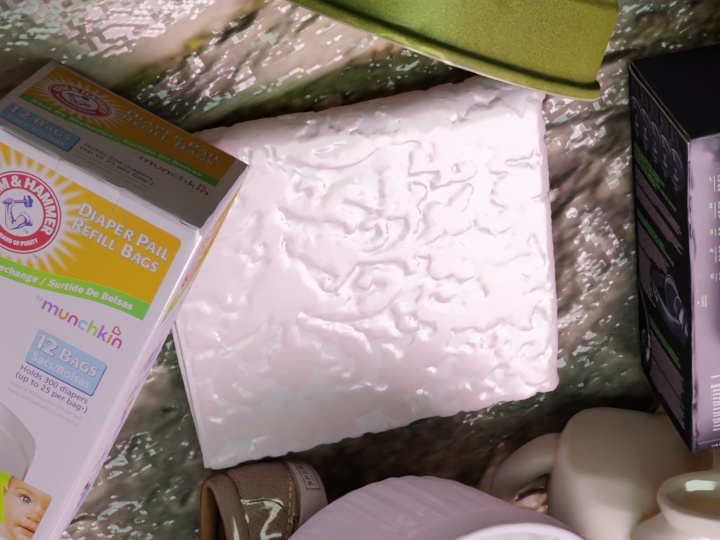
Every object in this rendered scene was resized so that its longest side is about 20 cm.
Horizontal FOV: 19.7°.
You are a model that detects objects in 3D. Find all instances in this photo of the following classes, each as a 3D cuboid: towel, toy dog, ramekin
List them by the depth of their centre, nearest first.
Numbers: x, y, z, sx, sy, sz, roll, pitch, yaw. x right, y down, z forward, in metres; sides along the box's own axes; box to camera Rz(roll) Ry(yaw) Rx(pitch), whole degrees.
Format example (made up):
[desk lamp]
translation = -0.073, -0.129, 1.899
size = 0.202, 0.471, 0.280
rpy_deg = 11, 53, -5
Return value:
[towel]
translation = 0.000, 0.000, 1.041
size = 0.200, 0.032, 0.191
rpy_deg = -12, 124, -7
[ramekin]
translation = 0.031, 0.201, 1.068
size = 0.200, 0.105, 0.200
rpy_deg = -14, 115, -31
[toy dog]
translation = 0.174, 0.174, 1.132
size = 0.194, 0.140, 0.200
rpy_deg = -8, 123, 4

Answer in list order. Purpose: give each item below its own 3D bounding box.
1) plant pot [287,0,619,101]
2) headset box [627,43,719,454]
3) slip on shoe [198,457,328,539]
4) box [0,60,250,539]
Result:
[plant pot]
translation = 0.042, -0.196, 0.853
size = 0.200, 0.200, 0.193
rpy_deg = 17, 103, -23
[headset box]
translation = 0.232, -0.028, 1.048
size = 0.174, 0.093, 0.200
rpy_deg = -12, 122, -7
[slip on shoe]
translation = -0.068, 0.193, 1.110
size = 0.061, 0.076, 0.200
rpy_deg = -1, 118, -30
[box]
translation = -0.148, 0.021, 0.954
size = 0.112, 0.101, 0.200
rpy_deg = 29, 112, -1
